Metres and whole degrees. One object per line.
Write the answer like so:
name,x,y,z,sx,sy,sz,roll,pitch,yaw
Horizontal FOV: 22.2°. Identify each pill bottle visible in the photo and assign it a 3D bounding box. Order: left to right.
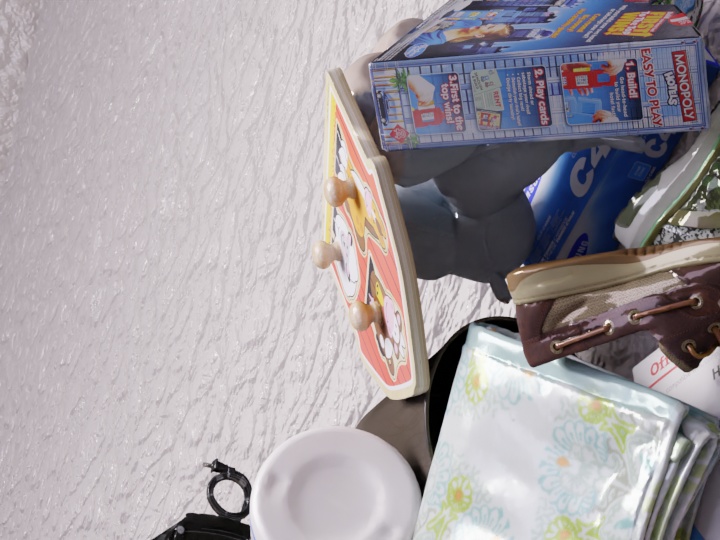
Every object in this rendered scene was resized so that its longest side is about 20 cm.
pill bottle,-0.018,0.202,1.248,0.201,0.113,0.115,93,175,-56

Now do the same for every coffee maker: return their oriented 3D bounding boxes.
coffee maker,-0.173,0.307,1.763,0.200,0.134,0.193,-30,28,57

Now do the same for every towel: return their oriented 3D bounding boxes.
towel,0.112,0.136,1.079,0.199,0.048,0.173,22,97,49

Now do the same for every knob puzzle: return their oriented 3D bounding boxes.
knob puzzle,0.000,0.000,1.206,0.220,0.030,0.222,168,90,-77

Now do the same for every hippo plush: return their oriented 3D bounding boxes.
hippo plush,0.076,-0.077,1.290,0.160,0.198,0.162,-98,8,-45

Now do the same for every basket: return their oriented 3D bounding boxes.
basket,0.073,0.132,1.281,0.181,0.135,0.200,66,157,0

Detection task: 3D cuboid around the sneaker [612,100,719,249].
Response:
sneaker,0.244,-0.054,1.121,0.089,0.077,0.200,54,132,20

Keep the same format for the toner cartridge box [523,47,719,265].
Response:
toner cartridge box,0.172,-0.086,1.294,0.201,0.043,0.095,-63,26,27

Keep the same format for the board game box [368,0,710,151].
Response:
board game box,0.139,-0.137,1.153,0.198,0.200,0.062,5,119,30

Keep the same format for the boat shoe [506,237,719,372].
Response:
boat shoe,0.181,0.020,1.023,0.198,0.072,0.073,-8,90,20

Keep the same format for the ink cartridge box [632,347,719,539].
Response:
ink cartridge box,0.221,0.090,1.064,0.116,0.066,0.201,-46,37,47
